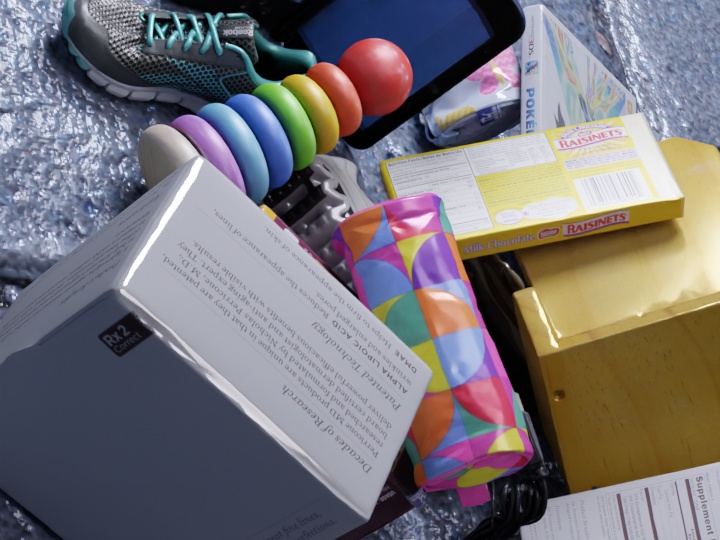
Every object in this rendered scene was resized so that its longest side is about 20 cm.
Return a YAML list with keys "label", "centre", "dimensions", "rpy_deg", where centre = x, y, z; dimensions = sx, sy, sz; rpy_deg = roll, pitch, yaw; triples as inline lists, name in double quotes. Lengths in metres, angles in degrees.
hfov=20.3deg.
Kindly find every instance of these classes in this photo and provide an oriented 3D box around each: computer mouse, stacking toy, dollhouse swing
- label: "computer mouse"
  centre: [0.072, 0.099, 1.399]
  dimensions: [0.046, 0.140, 0.200]
  rpy_deg: [-6, 69, -20]
- label: "stacking toy"
  centre: [-0.049, -0.098, 1.380]
  dimensions: [0.200, 0.085, 0.085]
  rpy_deg: [-29, 86, -22]
- label: "dollhouse swing"
  centre: [0.211, 0.032, 1.461]
  dimensions: [0.176, 0.200, 0.182]
  rpy_deg: [-113, -174, -60]

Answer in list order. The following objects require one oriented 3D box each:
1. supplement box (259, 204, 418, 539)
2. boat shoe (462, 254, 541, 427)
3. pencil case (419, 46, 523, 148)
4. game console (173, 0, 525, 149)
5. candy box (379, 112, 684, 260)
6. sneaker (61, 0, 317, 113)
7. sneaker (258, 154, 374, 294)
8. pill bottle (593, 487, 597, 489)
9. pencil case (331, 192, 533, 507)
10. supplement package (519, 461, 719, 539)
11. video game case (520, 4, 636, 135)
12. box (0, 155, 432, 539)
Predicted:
- label: "supplement box"
  centre: [-0.039, 0.071, 1.335]
  dimensions: [0.200, 0.086, 0.110]
  rpy_deg: [45, 40, -13]
- label: "boat shoe"
  centre: [0.087, 0.025, 1.510]
  dimensions: [0.200, 0.076, 0.074]
  rpy_deg: [59, 34, -9]
- label: "pencil case"
  centre: [0.067, -0.197, 1.623]
  dimensions: [0.083, 0.091, 0.200]
  rpy_deg: [61, 9, -75]
- label: "game console"
  centre: [-0.013, -0.191, 1.447]
  dimensions: [0.171, 0.200, 0.118]
  rpy_deg: [11, 57, -40]
- label: "candy box"
  centre: [0.121, -0.058, 1.441]
  dimensions: [0.200, 0.026, 0.102]
  rpy_deg: [-11, 40, -5]
- label: "sneaker"
  centre: [-0.113, -0.156, 1.409]
  dimensions: [0.200, 0.091, 0.078]
  rpy_deg: [20, 51, -35]
- label: "sneaker"
  centre: [0.000, 0.000, 1.438]
  dimensions: [0.081, 0.075, 0.200]
  rpy_deg: [-3, 67, -56]
- label: "pill bottle"
  centre: [0.278, 0.197, 1.546]
  dimensions: [0.200, 0.113, 0.113]
  rpy_deg: [35, 44, -24]
- label: "pencil case"
  centre: [0.046, 0.051, 1.306]
  dimensions: [0.088, 0.088, 0.200]
  rpy_deg: [0, 66, -45]
- label: "supplement package"
  centre: [0.223, 0.209, 1.395]
  dimensions: [0.114, 0.200, 0.110]
  rpy_deg: [55, 24, -60]
- label: "video game case"
  centre: [0.180, -0.094, 1.633]
  dimensions: [0.200, 0.022, 0.182]
  rpy_deg: [32, 55, -55]
- label: "box"
  centre: [-0.104, 0.075, 1.179]
  dimensions: [0.200, 0.199, 0.131]
  rpy_deg: [44, 42, -15]
